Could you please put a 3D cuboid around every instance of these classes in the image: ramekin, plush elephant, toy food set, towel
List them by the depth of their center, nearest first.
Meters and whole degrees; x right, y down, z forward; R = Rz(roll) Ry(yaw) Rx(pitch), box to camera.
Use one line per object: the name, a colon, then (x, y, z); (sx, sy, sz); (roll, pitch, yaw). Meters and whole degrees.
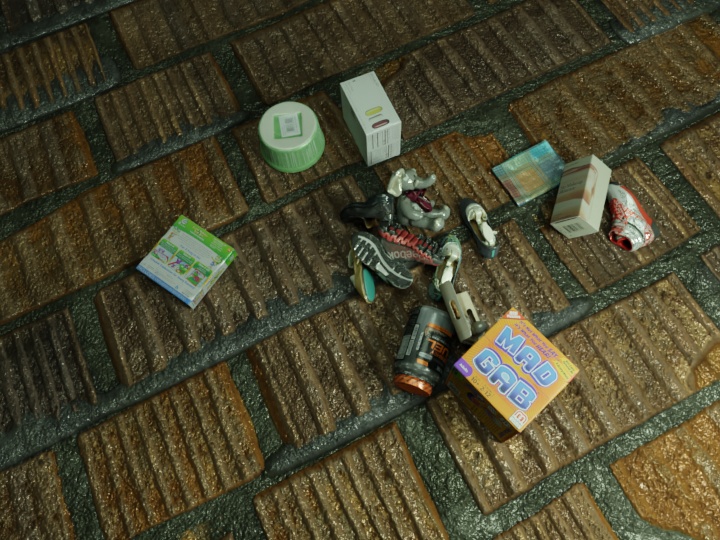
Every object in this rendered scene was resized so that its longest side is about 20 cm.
toy food set: (0.262, 0.105, 1.421); (0.060, 0.200, 0.145); (-25, 71, 16)
plush elephant: (0.149, -0.207, 1.567); (0.198, 0.165, 0.157); (8, 112, 22)
towel: (0.500, -0.285, 1.667); (0.199, 0.022, 0.147); (-27, 68, -9)
ramekin: (-0.209, -0.402, 1.703); (0.197, 0.098, 0.202); (-1, 67, 2)

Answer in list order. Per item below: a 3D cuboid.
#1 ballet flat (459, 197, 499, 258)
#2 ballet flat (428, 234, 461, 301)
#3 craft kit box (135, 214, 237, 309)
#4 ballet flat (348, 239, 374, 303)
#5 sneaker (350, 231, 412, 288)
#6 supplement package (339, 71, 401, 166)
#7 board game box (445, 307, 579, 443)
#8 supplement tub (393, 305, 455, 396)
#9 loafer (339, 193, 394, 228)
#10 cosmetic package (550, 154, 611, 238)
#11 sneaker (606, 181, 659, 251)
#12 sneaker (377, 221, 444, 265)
ballet flat: (0.332, -0.129, 1.583); (0.072, 0.073, 0.202); (-17, 67, -5)
ballet flat: (0.237, -0.013, 1.537); (0.073, 0.074, 0.202); (13, 70, 8)
craft kit box: (-0.480, -0.026, 1.588); (0.199, 0.049, 0.198); (32, 75, 14)
ballet flat: (0.000, 0.000, 1.556); (0.062, 0.069, 0.202); (-16, 62, 26)
sneaker: (0.047, -0.021, 1.521); (0.200, 0.080, 0.074); (44, 78, -3)
supplement package: (0.030, -0.443, 1.679); (0.110, 0.156, 0.201); (-22, 67, -7)
board game box: (0.346, 0.251, 1.351); (0.199, 0.200, 0.200); (-40, 71, -14)
supplement tub: (0.157, 0.200, 1.423); (0.121, 0.123, 0.202); (17, 70, 9)
loafer: (0.013, -0.151, 1.560); (0.072, 0.199, 0.073); (-2, 82, -39)
cosmetic package: (0.603, -0.201, 1.570); (0.087, 0.103, 0.202); (31, 66, -23)
sneaker: (0.714, -0.146, 1.575); (0.107, 0.067, 0.202); (-29, 72, -12)
sneaker: (0.131, -0.054, 1.547); (0.199, 0.099, 0.071); (26, 36, 16)
